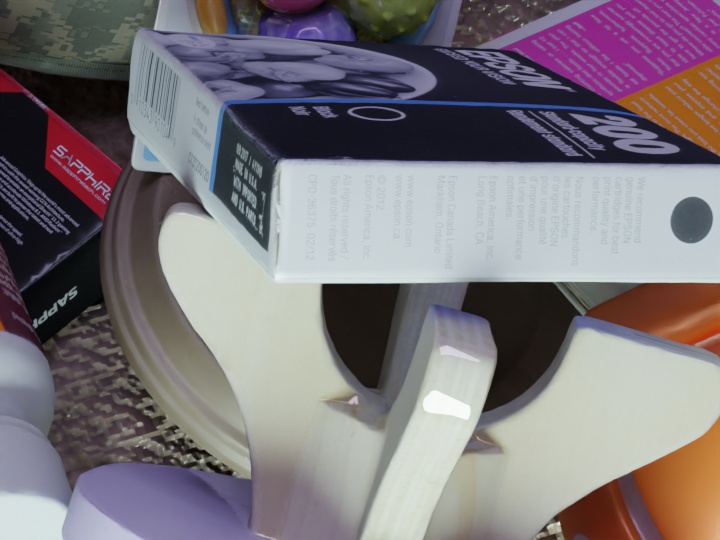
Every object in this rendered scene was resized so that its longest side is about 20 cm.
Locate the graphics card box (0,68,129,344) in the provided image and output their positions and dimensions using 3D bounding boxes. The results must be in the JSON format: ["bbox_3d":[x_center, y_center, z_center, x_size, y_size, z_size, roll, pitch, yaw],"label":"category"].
[{"bbox_3d":[-0.193,0.005,1.011,0.125,0.051,0.200,39,62,21],"label":"graphics card box"}]

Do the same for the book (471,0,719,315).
[{"bbox_3d":[0.137,-0.065,1.047,0.199,0.048,0.134,-25,59,-31],"label":"book"}]

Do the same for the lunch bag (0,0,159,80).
[{"bbox_3d":[-0.062,-0.157,1.025,0.199,0.164,0.118,10,55,-18],"label":"lunch bag"}]

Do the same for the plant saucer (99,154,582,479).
[{"bbox_3d":[0.000,0.000,1.002,0.199,0.030,0.201,10,53,-14],"label":"plant saucer"}]

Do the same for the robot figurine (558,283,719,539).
[{"bbox_3d":[0.151,0.064,0.900,0.200,0.143,0.117,-33,58,31],"label":"robot figurine"}]

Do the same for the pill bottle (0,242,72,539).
[{"bbox_3d":[-0.172,0.022,0.902,0.114,0.114,0.201,-18,59,-13],"label":"pill bottle"}]

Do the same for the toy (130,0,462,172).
[{"bbox_3d":[-0.008,-0.115,0.937,0.114,0.201,0.047,5,24,-17],"label":"toy"}]

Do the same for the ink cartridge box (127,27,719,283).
[{"bbox_3d":[0.041,-0.038,0.851,0.199,0.044,0.198,2,15,-18],"label":"ink cartridge box"}]

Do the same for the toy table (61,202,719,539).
[{"bbox_3d":[0.016,0.059,0.835,0.199,0.118,0.184,14,11,-15],"label":"toy table"}]
